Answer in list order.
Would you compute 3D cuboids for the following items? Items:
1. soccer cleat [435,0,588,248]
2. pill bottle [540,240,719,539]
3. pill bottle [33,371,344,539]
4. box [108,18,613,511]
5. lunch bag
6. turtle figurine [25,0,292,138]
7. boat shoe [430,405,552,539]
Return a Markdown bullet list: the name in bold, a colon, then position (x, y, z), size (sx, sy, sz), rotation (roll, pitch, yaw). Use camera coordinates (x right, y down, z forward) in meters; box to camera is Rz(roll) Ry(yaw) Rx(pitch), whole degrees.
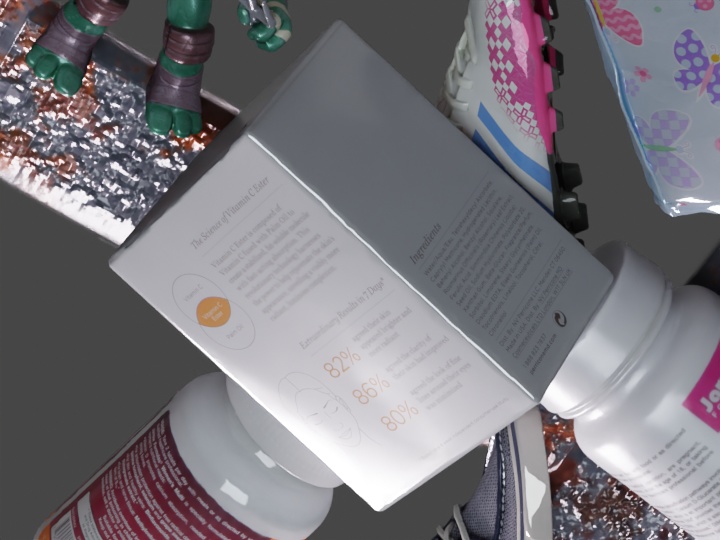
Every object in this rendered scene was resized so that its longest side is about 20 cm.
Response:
- **soccer cleat**: position (0.066, -0.080, 1.345), size (0.086, 0.070, 0.200), rotation (-6, 117, 9)
- **pill bottle**: position (0.188, 0.080, 1.391), size (0.200, 0.113, 0.113), rotation (36, 115, -13)
- **pill bottle**: position (-0.086, 0.127, 1.448), size (0.110, 0.110, 0.200), rotation (40, 115, -15)
- **box**: position (0.000, 0.000, 1.333), size (0.200, 0.106, 0.152), rotation (43, 138, -7)
- **lunch bag**: position (0.214, -0.135, 1.271), size (0.200, 0.127, 0.170), rotation (-22, 114, 4)
- **turtle figurine**: position (-0.092, -0.163, 1.303), size (0.150, 0.101, 0.200), rotation (34, 132, 4)
- **boat shoe**: position (0.060, 0.167, 1.471), size (0.092, 0.075, 0.200), rotation (-1, 118, -2)
